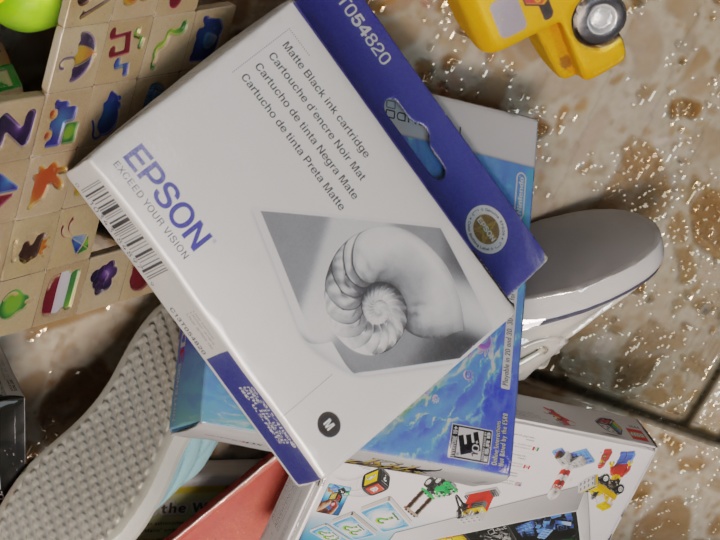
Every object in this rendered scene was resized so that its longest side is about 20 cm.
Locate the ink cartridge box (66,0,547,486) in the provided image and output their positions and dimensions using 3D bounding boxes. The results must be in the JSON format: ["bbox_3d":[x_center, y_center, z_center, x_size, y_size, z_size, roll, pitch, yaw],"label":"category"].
[{"bbox_3d":[-0.014,-0.029,1.204,0.200,0.041,0.200,-41,99,-28],"label":"ink cartridge box"}]

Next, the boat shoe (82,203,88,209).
[{"bbox_3d":[-0.194,-0.005,1.237,0.200,0.072,0.076,-36,137,-4],"label":"boat shoe"}]

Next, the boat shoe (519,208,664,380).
[{"bbox_3d":[0.082,0.032,1.353,0.199,0.072,0.066,-26,129,-4],"label":"boat shoe"}]

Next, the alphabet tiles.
[{"bbox_3d":[-0.130,-0.063,1.176,0.167,0.008,0.201,-17,130,-53],"label":"alphabet tiles"}]

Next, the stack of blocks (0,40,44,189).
[{"bbox_3d":[-0.259,-0.052,1.158,0.199,0.115,0.059,-15,122,-12],"label":"stack of blocks"}]

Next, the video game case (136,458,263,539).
[{"bbox_3d":[-0.104,0.193,1.405,0.199,0.023,0.183,0,118,-18],"label":"video game case"}]

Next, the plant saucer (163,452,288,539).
[{"bbox_3d":[-0.031,0.182,1.387,0.199,0.037,0.200,-39,126,2],"label":"plant saucer"}]

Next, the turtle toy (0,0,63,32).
[{"bbox_3d":[-0.209,-0.155,1.116,0.199,0.146,0.101,-3,139,-23],"label":"turtle toy"}]

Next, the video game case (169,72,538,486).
[{"bbox_3d":[0.000,0.000,1.254,0.181,0.045,0.201,11,75,-24],"label":"video game case"}]

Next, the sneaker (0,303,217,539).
[{"bbox_3d":[-0.121,0.110,1.287,0.200,0.074,0.082,-52,151,-18],"label":"sneaker"}]

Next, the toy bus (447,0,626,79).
[{"bbox_3d":[0.069,-0.184,1.229,0.078,0.065,0.200,-28,123,-2],"label":"toy bus"}]

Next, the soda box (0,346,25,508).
[{"bbox_3d":[-0.219,0.142,1.306,0.063,0.071,0.201,-8,120,-20],"label":"soda box"}]

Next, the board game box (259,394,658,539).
[{"bbox_3d":[0.056,0.127,1.347,0.199,0.035,0.127,13,114,-28],"label":"board game box"}]
